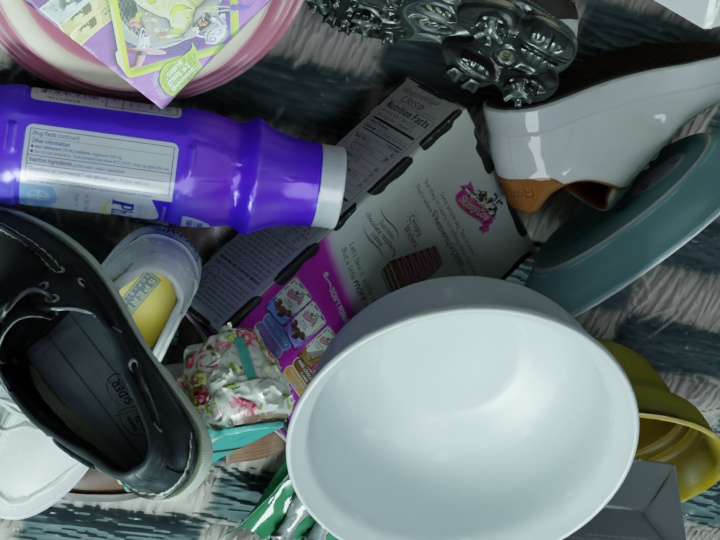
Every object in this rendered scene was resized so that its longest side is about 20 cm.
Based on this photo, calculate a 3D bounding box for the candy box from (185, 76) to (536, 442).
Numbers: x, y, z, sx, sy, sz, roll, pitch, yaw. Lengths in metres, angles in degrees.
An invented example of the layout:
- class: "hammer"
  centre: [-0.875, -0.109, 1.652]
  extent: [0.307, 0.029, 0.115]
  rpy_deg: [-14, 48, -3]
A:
- class: "candy box"
  centre: [0.000, 0.000, 1.052]
  extent: [0.200, 0.061, 0.136]
  rpy_deg: [-42, 135, -12]

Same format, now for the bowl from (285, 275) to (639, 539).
- class: "bowl"
  centre: [0.056, 0.073, 1.008]
  extent: [0.200, 0.090, 0.201]
  rpy_deg: [-1, 127, -2]

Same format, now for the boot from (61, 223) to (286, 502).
- class: "boot"
  centre: [-0.116, 0.037, 1.065]
  extent: [0.186, 0.064, 0.200]
  rpy_deg: [-13, 127, -29]

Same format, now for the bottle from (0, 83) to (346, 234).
- class: "bottle"
  centre: [-0.109, -0.058, 0.959]
  extent: [0.199, 0.084, 0.065]
  rpy_deg: [7, 87, -9]

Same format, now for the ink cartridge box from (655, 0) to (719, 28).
- class: "ink cartridge box"
  centre: [0.228, -0.237, 0.958]
  extent: [0.200, 0.147, 0.145]
  rpy_deg: [-14, 126, -31]

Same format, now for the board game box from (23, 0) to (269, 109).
- class: "board game box"
  centre: [-0.079, -0.186, 0.872]
  extent: [0.120, 0.032, 0.200]
  rpy_deg: [40, 111, -22]

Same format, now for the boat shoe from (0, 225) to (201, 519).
- class: "boat shoe"
  centre: [-0.156, 0.071, 0.964]
  extent: [0.075, 0.086, 0.202]
  rpy_deg: [37, 105, -12]

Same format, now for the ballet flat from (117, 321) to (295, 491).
- class: "ballet flat"
  centre: [-0.091, 0.077, 0.986]
  extent: [0.075, 0.064, 0.200]
  rpy_deg: [-6, 166, -30]

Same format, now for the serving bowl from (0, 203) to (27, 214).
- class: "serving bowl"
  centre: [-0.256, 0.034, 1.008]
  extent: [0.200, 0.066, 0.201]
  rpy_deg: [-10, 122, -16]

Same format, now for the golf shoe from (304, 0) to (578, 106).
- class: "golf shoe"
  centre: [0.036, -0.174, 1.002]
  extent: [0.200, 0.095, 0.078]
  rpy_deg: [30, 138, -10]

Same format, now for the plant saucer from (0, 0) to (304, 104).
- class: "plant saucer"
  centre: [-0.120, -0.173, 0.921]
  extent: [0.200, 0.051, 0.201]
  rpy_deg: [-3, 122, -5]

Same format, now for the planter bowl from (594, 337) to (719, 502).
- class: "planter bowl"
  centre: [0.143, 0.100, 1.171]
  extent: [0.200, 0.084, 0.201]
  rpy_deg: [-3, 152, -1]

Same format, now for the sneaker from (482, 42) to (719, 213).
- class: "sneaker"
  centre: [0.162, -0.088, 1.076]
  extent: [0.200, 0.073, 0.085]
  rpy_deg: [-19, 112, -26]

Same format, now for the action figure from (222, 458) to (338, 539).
- class: "action figure"
  centre: [0.003, 0.109, 1.154]
  extent: [0.118, 0.055, 0.200]
  rpy_deg: [11, 113, -48]

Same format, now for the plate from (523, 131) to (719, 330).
- class: "plate"
  centre: [0.167, -0.034, 1.069]
  extent: [0.200, 0.200, 0.026]
  rpy_deg: [-39, 97, 4]

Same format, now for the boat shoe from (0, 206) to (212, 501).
- class: "boat shoe"
  centre: [-0.159, 0.039, 0.895]
  extent: [0.074, 0.200, 0.066]
  rpy_deg: [-41, 165, 11]

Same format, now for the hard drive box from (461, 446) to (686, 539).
- class: "hard drive box"
  centre: [0.100, 0.192, 1.169]
  extent: [0.155, 0.077, 0.200]
  rpy_deg: [9, 149, -21]
